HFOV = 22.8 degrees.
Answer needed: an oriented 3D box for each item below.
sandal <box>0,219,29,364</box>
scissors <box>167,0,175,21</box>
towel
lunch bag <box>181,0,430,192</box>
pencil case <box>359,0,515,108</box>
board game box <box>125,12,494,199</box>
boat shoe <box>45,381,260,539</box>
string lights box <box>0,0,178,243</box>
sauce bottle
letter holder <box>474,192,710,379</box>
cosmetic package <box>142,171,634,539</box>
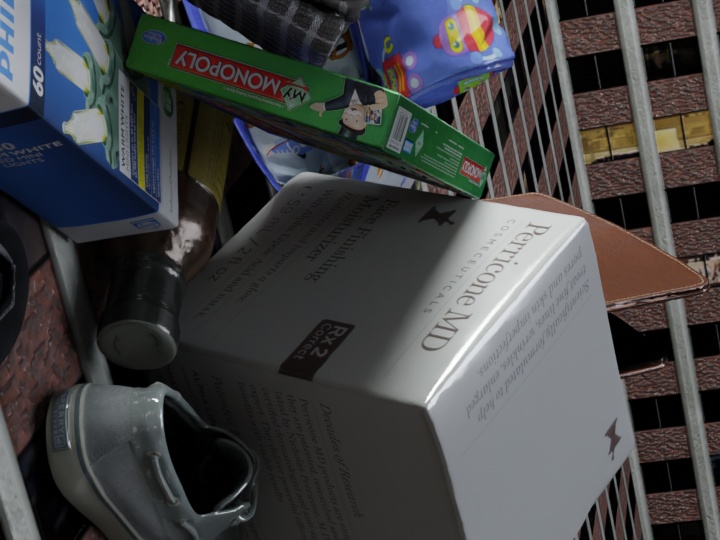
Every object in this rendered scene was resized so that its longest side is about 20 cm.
[{"bbox_3d":[-0.169,0.014,0.682,0.200,0.043,0.076,-23,104,-76],"label":"sandal"},{"bbox_3d":[-0.111,-0.102,1.041,0.073,0.014,0.201,35,49,-72],"label":"scissors"},{"bbox_3d":[-0.070,-0.165,0.874,0.086,0.165,0.200,-57,-176,3],"label":"towel"},{"bbox_3d":[-0.024,-0.131,1.128,0.170,0.123,0.201,-14,86,-76],"label":"lunch bag"},{"bbox_3d":[0.017,-0.185,1.012,0.201,0.078,0.087,68,-18,3],"label":"pencil case"},{"bbox_3d":[-0.018,-0.079,0.902,0.200,0.134,0.029,15,93,-73],"label":"board game box"},{"bbox_3d":[-0.088,0.110,0.893,0.201,0.071,0.070,57,28,-60],"label":"boat shoe"},{"bbox_3d":[-0.146,-0.092,0.804,0.200,0.059,0.103,45,40,-68],"label":"string lights box"},{"bbox_3d":[-0.104,-0.038,0.933,0.065,0.064,0.201,68,21,-45],"label":"sauce bottle"},{"bbox_3d":[0.117,0.029,1.156,0.200,0.142,0.101,34,-50,55],"label":"letter holder"},{"bbox_3d":[0.017,0.067,0.974,0.165,0.199,0.166,-47,133,-37],"label":"cosmetic package"}]
